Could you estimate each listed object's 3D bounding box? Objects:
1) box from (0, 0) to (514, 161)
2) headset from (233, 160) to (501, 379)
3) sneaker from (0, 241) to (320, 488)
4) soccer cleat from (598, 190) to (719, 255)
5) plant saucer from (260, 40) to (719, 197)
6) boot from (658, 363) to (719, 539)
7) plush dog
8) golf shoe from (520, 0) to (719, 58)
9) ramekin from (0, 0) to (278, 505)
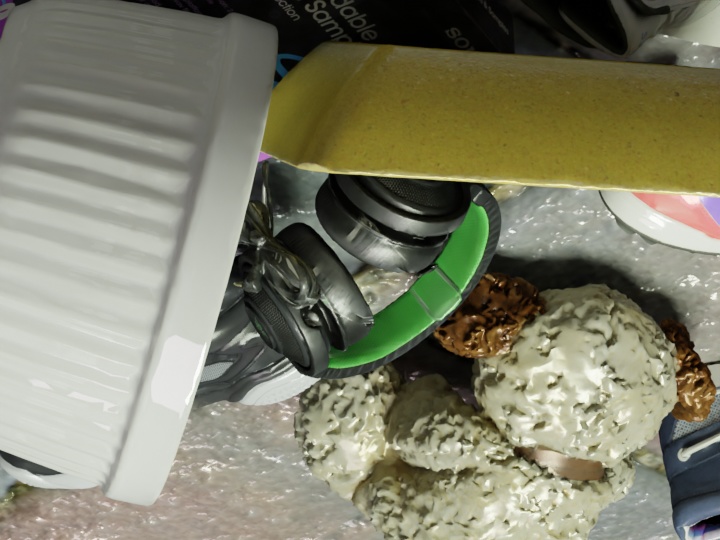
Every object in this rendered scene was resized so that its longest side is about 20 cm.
[{"bbox_3d":[-0.052,-0.103,1.073,0.199,0.036,0.143,-21,143,23],"label":"box"},{"bbox_3d":[0.000,0.000,1.147,0.124,0.094,0.200,-47,149,12],"label":"headset"},{"bbox_3d":[-0.116,0.037,1.245,0.199,0.076,0.114,-24,141,18],"label":"sneaker"},{"bbox_3d":[0.210,-0.038,1.170,0.199,0.068,0.073,12,133,-21],"label":"soccer cleat"},{"bbox_3d":[0.062,-0.063,0.999,0.199,0.049,0.200,4,-175,-11],"label":"plant saucer"},{"bbox_3d":[0.257,0.089,1.336,0.199,0.091,0.073,-15,145,17],"label":"boot"},{"bbox_3d":[0.088,0.081,1.284,0.199,0.161,0.172,15,119,-25],"label":"plush dog"},{"bbox_3d":[0.108,-0.114,1.015,0.199,0.098,0.078,18,139,-31],"label":"golf shoe"},{"bbox_3d":[-0.108,-0.015,1.001,0.105,0.201,0.200,15,144,-7],"label":"ramekin"}]
